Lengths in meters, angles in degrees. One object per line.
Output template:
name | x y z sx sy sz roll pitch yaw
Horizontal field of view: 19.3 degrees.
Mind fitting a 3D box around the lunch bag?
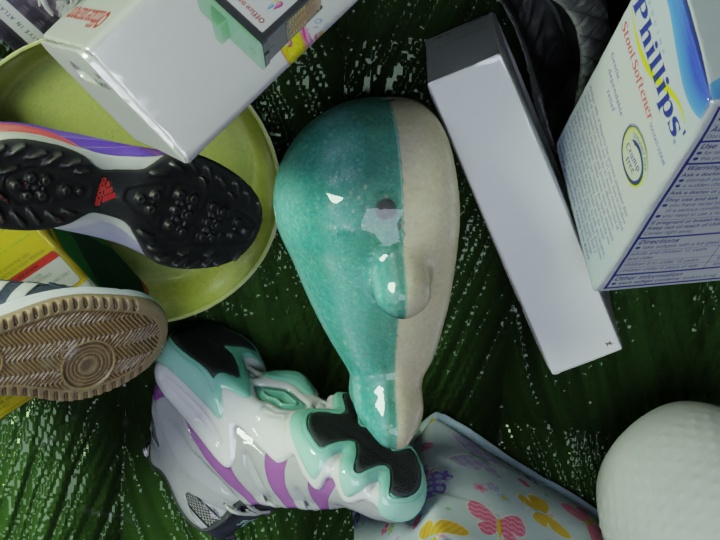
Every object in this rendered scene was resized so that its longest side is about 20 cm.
lunch bag | 0.097 0.212 1.330 0.199 0.170 0.128 29 112 -14

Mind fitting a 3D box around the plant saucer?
plant saucer | -0.144 -0.059 1.271 0.198 0.031 0.201 2 122 4

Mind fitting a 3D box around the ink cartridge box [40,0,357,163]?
ink cartridge box | -0.064 -0.158 1.137 0.200 0.145 0.084 -44 108 -7

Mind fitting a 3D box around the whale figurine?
whale figurine | 0.000 0.000 1.234 0.103 0.159 0.202 0 104 -7

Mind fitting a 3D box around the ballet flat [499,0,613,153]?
ballet flat | 0.106 -0.134 1.198 0.057 0.066 0.200 -53 142 -12

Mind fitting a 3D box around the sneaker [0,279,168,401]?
sneaker | -0.218 0.027 1.222 0.199 0.109 0.071 -10 123 -24

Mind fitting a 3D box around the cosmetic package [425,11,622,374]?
cosmetic package | 0.096 -0.045 1.266 0.050 0.083 0.201 -22 111 8

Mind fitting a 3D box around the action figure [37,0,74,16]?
action figure | -0.163 -0.240 1.158 0.129 0.069 0.202 8 96 36

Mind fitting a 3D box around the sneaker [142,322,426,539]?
sneaker | -0.053 0.135 1.320 0.199 0.078 0.141 32 121 27

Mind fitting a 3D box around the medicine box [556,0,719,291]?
medicine box | 0.227 -0.084 1.169 0.181 0.104 0.200 -4 151 -16

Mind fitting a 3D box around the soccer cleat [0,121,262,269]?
soccer cleat | -0.147 -0.049 1.208 0.199 0.073 0.069 9 107 -36

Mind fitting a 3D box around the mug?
mug | 0.249 0.168 1.315 0.199 0.176 0.148 -2 127 -36

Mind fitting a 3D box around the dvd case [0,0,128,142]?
dvd case | -0.128 -0.191 1.236 0.149 0.016 0.200 42 106 -18

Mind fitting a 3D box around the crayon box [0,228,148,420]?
crayon box | -0.237 -0.015 1.260 0.126 0.051 0.200 -30 115 22
